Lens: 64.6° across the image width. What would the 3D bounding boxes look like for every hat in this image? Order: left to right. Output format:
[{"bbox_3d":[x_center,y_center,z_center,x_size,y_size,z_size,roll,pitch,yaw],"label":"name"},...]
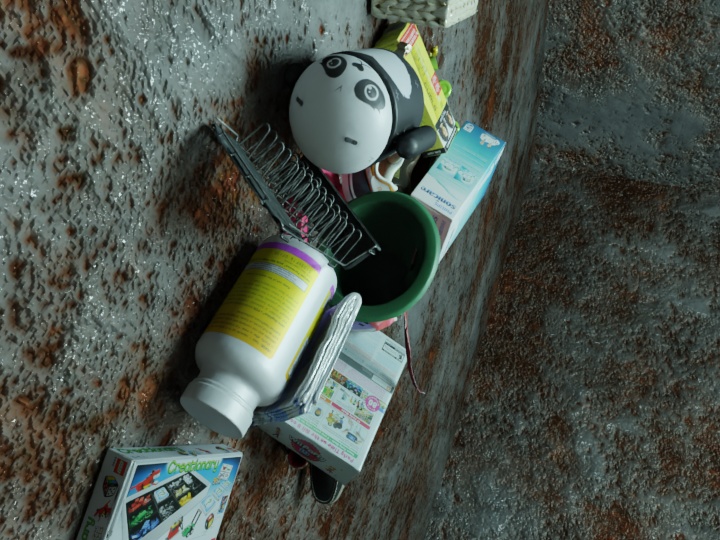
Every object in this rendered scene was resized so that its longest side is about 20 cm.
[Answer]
[{"bbox_3d":[0.033,0.025,0.776,0.204,0.161,0.177,-67,158,-18],"label":"hat"}]

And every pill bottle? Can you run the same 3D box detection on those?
[{"bbox_3d":[-0.107,0.067,0.605,0.106,0.101,0.203,78,32,-49],"label":"pill bottle"}]

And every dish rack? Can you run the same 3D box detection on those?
[{"bbox_3d":[-0.064,-0.081,0.583,0.054,0.155,0.200,-40,159,7],"label":"dish rack"}]

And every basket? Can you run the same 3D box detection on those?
[{"bbox_3d":[0.102,-0.436,0.828,0.200,0.132,0.126,-48,149,-53],"label":"basket"}]

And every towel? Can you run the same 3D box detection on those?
[{"bbox_3d":[-0.075,0.110,0.666,0.199,0.024,0.149,-33,-154,55],"label":"towel"}]

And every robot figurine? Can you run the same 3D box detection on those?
[{"bbox_3d":[0.002,-0.184,0.643,0.200,0.146,0.128,-41,121,-57],"label":"robot figurine"}]

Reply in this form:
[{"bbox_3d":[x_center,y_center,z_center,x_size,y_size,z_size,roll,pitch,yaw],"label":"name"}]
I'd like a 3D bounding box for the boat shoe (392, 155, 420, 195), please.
[{"bbox_3d":[0.056,-0.176,0.970,0.076,0.070,0.205,132,-23,-62],"label":"boat shoe"}]

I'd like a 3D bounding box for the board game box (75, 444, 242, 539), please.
[{"bbox_3d":[-0.196,0.244,0.569,0.200,0.034,0.130,43,62,-67],"label":"board game box"}]

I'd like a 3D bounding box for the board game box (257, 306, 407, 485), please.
[{"bbox_3d":[-0.031,0.163,0.797,0.202,0.145,0.065,-58,-179,-41],"label":"board game box"}]

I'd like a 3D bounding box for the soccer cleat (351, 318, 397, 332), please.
[{"bbox_3d":[0.000,0.000,0.853,0.067,0.074,0.204,85,-8,-55],"label":"soccer cleat"}]

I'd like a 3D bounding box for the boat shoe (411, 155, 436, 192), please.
[{"bbox_3d":[0.110,-0.227,1.075,0.203,0.069,0.065,91,15,-46],"label":"boat shoe"}]

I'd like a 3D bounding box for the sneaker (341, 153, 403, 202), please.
[{"bbox_3d":[0.024,-0.193,0.787,0.078,0.077,0.207,23,66,-62],"label":"sneaker"}]

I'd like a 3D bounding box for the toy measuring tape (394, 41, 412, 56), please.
[{"bbox_3d":[0.051,-0.233,0.862,0.073,0.072,0.205,-26,140,-64],"label":"toy measuring tape"}]

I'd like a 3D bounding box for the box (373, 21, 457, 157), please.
[{"bbox_3d":[0.092,-0.287,0.908,0.202,0.049,0.076,58,45,-32],"label":"box"}]

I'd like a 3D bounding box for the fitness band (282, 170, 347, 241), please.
[{"bbox_3d":[-0.058,-0.049,0.770,0.143,0.036,0.206,-40,138,-55],"label":"fitness band"}]

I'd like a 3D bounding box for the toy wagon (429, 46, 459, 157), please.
[{"bbox_3d":[0.146,-0.316,1.083,0.155,0.038,0.206,-78,155,-84],"label":"toy wagon"}]

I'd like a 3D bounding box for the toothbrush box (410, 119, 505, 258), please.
[{"bbox_3d":[0.157,-0.131,0.991,0.202,0.084,0.148,-54,167,-26],"label":"toothbrush box"}]

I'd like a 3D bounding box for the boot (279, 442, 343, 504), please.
[{"bbox_3d":[-0.068,0.272,0.875,0.150,0.071,0.207,7,92,-71],"label":"boot"}]
